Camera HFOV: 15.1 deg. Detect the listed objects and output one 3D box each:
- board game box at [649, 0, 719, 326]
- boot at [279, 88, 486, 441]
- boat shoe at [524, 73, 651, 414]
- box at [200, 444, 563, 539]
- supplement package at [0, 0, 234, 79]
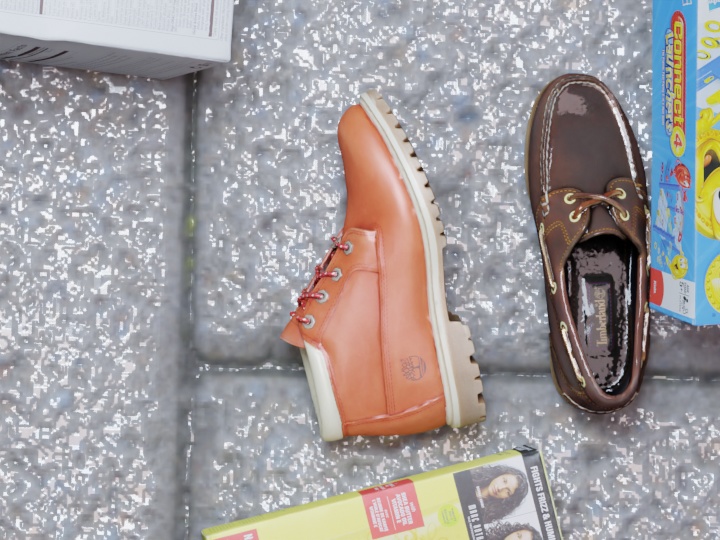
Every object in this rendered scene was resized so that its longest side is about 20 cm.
[{"bbox_3d":[0.265,-0.076,1.550,0.199,0.056,0.196,-5,101,-20],"label":"board game box"},{"bbox_3d":[0.000,0.000,1.558,0.107,0.075,0.201,-12,89,-1],"label":"boot"},{"bbox_3d":[0.137,-0.018,1.573,0.070,0.070,0.201,-7,87,-5],"label":"boat shoe"},{"bbox_3d":[0.013,0.159,1.560,0.199,0.050,0.075,-13,89,-6],"label":"box"},{"bbox_3d":[-0.179,-0.176,1.500,0.199,0.109,0.114,6,86,-25],"label":"supplement package"}]
